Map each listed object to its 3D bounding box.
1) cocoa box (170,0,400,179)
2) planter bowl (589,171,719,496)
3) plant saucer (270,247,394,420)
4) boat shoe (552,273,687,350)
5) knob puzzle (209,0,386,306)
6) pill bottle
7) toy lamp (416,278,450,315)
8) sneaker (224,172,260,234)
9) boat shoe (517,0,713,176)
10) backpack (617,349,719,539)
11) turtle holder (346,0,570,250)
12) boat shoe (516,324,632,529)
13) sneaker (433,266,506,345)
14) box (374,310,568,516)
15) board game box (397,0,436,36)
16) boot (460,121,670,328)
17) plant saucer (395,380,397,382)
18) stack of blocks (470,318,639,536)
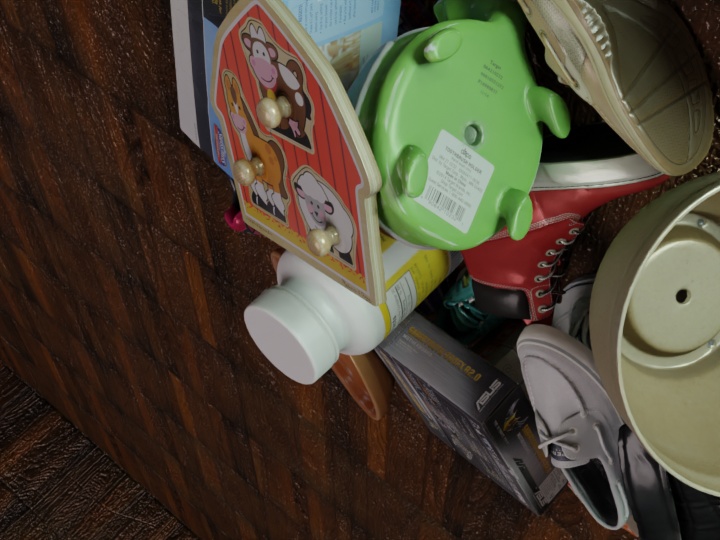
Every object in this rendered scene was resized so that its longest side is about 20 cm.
[{"bbox_3d":[-0.059,-0.177,0.769,0.131,0.133,0.201,42,146,31],"label":"cocoa box"},{"bbox_3d":[0.232,0.026,0.641,0.201,0.200,0.135,55,179,-16],"label":"planter bowl"},{"bbox_3d":[-0.023,0.058,1.004,0.201,0.037,0.200,56,170,15],"label":"plant saucer"},{"bbox_3d":[0.198,0.041,0.810,0.074,0.067,0.200,45,155,3],"label":"boat shoe"},{"bbox_3d":[-0.057,-0.088,0.665,0.220,0.030,0.221,42,147,36],"label":"knob puzzle"},{"bbox_3d":[0.000,0.000,0.835,0.111,0.200,0.112,34,150,24],"label":"pill bottle"},{"bbox_3d":[0.028,-0.044,0.953,0.058,0.058,0.201,-1,126,55],"label":"toy lamp"},{"bbox_3d":[-0.093,-0.133,0.933,0.080,0.074,0.202,10,107,60],"label":"sneaker"},{"bbox_3d":[0.152,-0.147,0.630,0.200,0.072,0.065,53,163,-10],"label":"boat shoe"},{"bbox_3d":[0.281,0.147,0.768,0.166,0.127,0.200,-12,124,38],"label":"backpack"},{"bbox_3d":[0.047,-0.108,0.671,0.131,0.140,0.187,6,99,57],"label":"turtle holder"},{"bbox_3d":[0.175,0.132,0.802,0.072,0.069,0.201,5,136,44],"label":"boat shoe"},{"bbox_3d":[0.117,0.021,0.889,0.077,0.080,0.200,42,152,9],"label":"sneaker"},{"bbox_3d":[0.101,0.129,0.921,0.158,0.048,0.200,35,165,41],"label":"box"},{"bbox_3d":[0.063,-0.127,0.823,0.200,0.032,0.120,52,148,-8],"label":"board game box"},{"bbox_3d":[0.155,-0.026,0.741,0.199,0.072,0.145,-8,112,44],"label":"boot"},{"bbox_3d":[-0.018,0.003,1.054,0.200,0.048,0.201,35,155,57],"label":"plant saucer"},{"bbox_3d":[0.193,0.142,0.922,0.200,0.059,0.115,50,172,-9],"label":"stack of blocks"}]
